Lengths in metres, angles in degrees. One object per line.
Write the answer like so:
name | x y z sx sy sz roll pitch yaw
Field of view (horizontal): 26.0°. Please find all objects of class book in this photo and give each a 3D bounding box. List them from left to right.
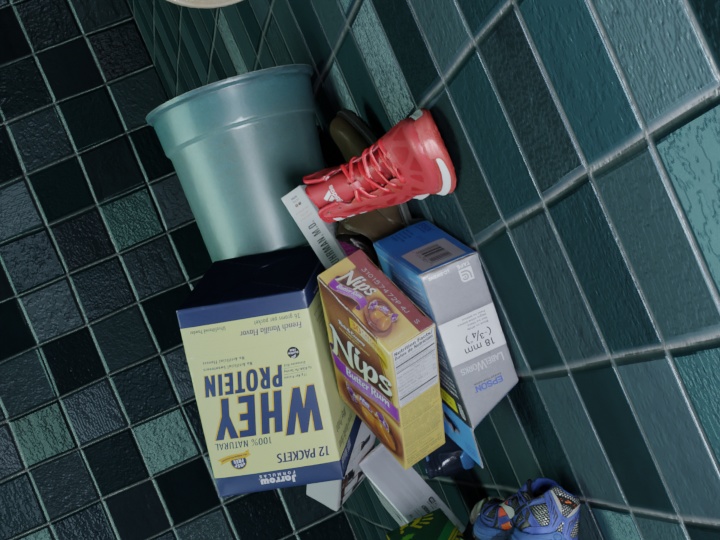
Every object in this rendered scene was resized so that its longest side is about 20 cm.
book | 0.000 0.000 1.641 0.200 0.048 0.134 58 -166 7

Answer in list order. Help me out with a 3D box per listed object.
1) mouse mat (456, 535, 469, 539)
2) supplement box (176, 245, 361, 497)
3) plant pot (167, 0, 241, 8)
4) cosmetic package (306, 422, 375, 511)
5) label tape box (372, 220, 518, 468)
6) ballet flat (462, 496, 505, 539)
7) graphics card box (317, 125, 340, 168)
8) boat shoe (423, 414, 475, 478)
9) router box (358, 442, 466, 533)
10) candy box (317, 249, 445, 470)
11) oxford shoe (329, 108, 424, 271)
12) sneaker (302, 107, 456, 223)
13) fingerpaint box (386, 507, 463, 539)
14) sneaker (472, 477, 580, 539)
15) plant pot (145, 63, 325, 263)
mouse mat | 0.174 0.296 1.455 0.161 0.008 0.200 33 173 -5
supplement box | -0.088 0.099 1.627 0.200 0.134 0.201 -66 -34 -74
plant pot | -0.116 -0.344 1.365 0.183 0.200 0.201 -2 111 68
cosmetic package | -0.018 0.188 1.841 0.050 0.083 0.201 25 138 20
label tape box | 0.089 0.066 1.483 0.144 0.063 0.201 -140 29 -68
ballet flat | 0.151 0.279 1.674 0.200 0.073 0.073 -174 61 -87
graphics card box | -0.026 -0.062 1.884 0.126 0.051 0.200 84 162 -61
boat shoe | 0.071 0.184 1.858 0.200 0.068 0.084 -140 28 -71
router box | 0.091 0.315 1.895 0.200 0.049 0.180 46 172 24
candy box | 0.022 0.087 1.483 0.117 0.056 0.200 46 157 34
oxford shoe | 0.006 -0.071 1.576 0.073 0.084 0.201 91 156 -72
sneaker | 0.013 -0.080 1.402 0.200 0.115 0.079 115 131 -78
fingerpaint box | 0.113 0.373 1.657 0.201 0.073 0.167 66 173 -10
sneaker | 0.162 0.230 1.442 0.075 0.079 0.200 23 173 -12
plant pot | -0.122 -0.109 1.776 0.200 0.199 0.197 153 100 -81
